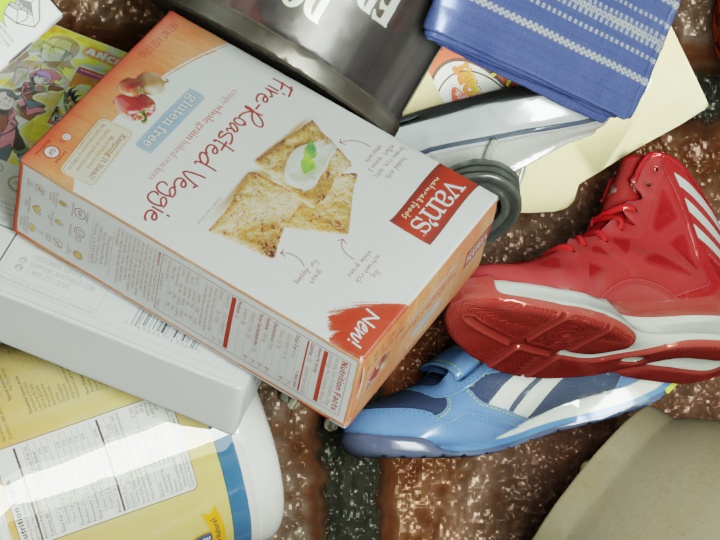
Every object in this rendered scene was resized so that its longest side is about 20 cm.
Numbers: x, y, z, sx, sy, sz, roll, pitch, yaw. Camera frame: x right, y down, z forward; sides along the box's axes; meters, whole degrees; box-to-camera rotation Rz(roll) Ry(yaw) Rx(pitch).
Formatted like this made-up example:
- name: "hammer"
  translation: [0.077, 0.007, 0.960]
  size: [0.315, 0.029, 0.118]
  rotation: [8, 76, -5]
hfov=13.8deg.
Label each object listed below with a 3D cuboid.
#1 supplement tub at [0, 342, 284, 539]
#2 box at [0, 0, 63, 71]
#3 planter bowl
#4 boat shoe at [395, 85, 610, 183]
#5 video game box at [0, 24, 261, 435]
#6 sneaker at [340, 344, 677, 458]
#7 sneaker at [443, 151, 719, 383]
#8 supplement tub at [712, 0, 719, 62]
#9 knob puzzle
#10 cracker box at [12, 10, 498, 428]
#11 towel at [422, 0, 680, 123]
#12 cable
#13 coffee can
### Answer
- name: "supplement tub"
  translation: [-0.153, 0.101, 1.534]
  size: [0.199, 0.145, 0.146]
  rotation: [-19, 97, -12]
- name: "box"
  translation: [-0.212, -0.102, 1.479]
  size: [0.110, 0.200, 0.035]
  rotation: [-42, 102, -9]
- name: "planter bowl"
  translation: [0.171, 0.158, 1.610]
  size: [0.135, 0.200, 0.200]
  rotation: [39, 82, 13]
- name: "boat shoe"
  translation: [0.047, -0.042, 1.591]
  size: [0.201, 0.075, 0.087]
  rotation: [-16, 99, 4]
- name: "video game box"
  translation: [-0.118, -0.027, 1.507]
  size: [0.199, 0.047, 0.183]
  rotation: [22, 51, 8]
- name: "sneaker"
  translation: [0.076, 0.054, 1.630]
  size: [0.199, 0.074, 0.083]
  rotation: [-16, 97, -22]
- name: "sneaker"
  translation: [0.119, -0.007, 1.586]
  size: [0.199, 0.078, 0.116]
  rotation: [12, 60, -39]
- name: "supplement tub"
  translation: [0.270, -0.136, 1.603]
  size: [0.122, 0.200, 0.124]
  rotation: [-1, 93, -15]
- name: "knob puzzle"
  translation: [0.065, -0.122, 1.631]
  size: [0.218, 0.030, 0.221]
  rotation: [0, 99, -2]
- name: "cracker box"
  translation: [-0.051, -0.028, 1.454]
  size: [0.199, 0.058, 0.134]
  rotation: [30, 50, 13]
- name: "towel"
  translation: [0.118, -0.187, 1.507]
  size: [0.144, 0.024, 0.201]
  rotation: [21, 92, -36]
- name: "cable"
  translation: [0.000, 0.000, 1.572]
  size: [0.097, 0.050, 0.200]
  rotation: [32, 116, -14]
- name: "coffee can"
  translation: [0.003, -0.189, 1.528]
  size: [0.146, 0.146, 0.201]
  rotation: [31, 87, -14]
